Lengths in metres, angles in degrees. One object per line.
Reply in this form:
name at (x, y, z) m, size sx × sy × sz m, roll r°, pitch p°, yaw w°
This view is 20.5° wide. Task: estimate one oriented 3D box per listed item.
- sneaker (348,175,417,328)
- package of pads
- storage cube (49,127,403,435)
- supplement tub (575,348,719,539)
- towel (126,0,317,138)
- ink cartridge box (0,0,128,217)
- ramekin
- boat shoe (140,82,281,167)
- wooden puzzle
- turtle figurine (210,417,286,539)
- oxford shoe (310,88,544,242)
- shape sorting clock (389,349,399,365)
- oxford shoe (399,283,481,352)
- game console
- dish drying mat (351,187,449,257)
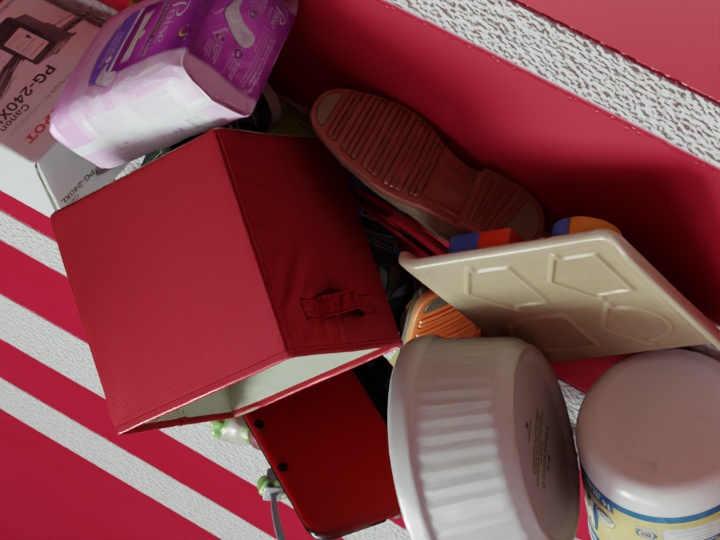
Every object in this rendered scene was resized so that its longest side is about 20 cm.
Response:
sneaker at (0.000, 0.000, 1.672) m, size 0.070 × 0.083 × 0.200 m, roll 25°, pitch 153°, yaw 19°
package of pads at (-0.145, -0.155, 1.511) m, size 0.076 × 0.121 × 0.199 m, roll 38°, pitch 149°, yaw -28°
storage cube at (-0.100, 0.007, 1.526) m, size 0.199 × 0.171 × 0.181 m, roll -25°, pitch 79°, yaw 28°
supplement tub at (0.250, 0.172, 1.592) m, size 0.144 × 0.145 × 0.201 m, roll 22°, pitch 151°, yaw 25°
towel at (-0.112, -0.150, 1.632) m, size 0.199 × 0.018 × 0.086 m, roll 36°, pitch 158°, yaw -3°
ink cartridge box at (-0.281, -0.147, 1.668) m, size 0.199 × 0.145 × 0.084 m, roll 27°, pitch 153°, yaw 29°
ramekin at (0.100, 0.142, 1.524) m, size 0.093 × 0.203 × 0.203 m, roll -13°, pitch 133°, yaw 21°
boat shoe at (-0.141, -0.093, 1.620) m, size 0.072 × 0.068 × 0.200 m, roll 49°, pitch 140°, yaw -2°
wooden puzzle at (0.155, 0.012, 1.488) m, size 0.199 × 0.047 × 0.185 m, roll -4°, pitch 152°, yaw 36°
turtle figurine at (-0.068, 0.144, 1.938) m, size 0.193 × 0.199 × 0.145 m, roll 18°, pitch 116°, yaw 38°
oxford shoe at (0.043, -0.065, 1.528) m, size 0.199 × 0.071 × 0.074 m, roll 35°, pitch 157°, yaw 0°
shape sorting clock at (0.076, 0.163, 1.814) m, size 0.199 × 0.039 × 0.202 m, roll 21°, pitch 117°, yaw 49°
oxford shoe at (0.055, 0.048, 1.670) m, size 0.200 × 0.071 × 0.073 m, roll 89°, pitch 157°, yaw -63°
game console at (0.001, 0.154, 1.666) m, size 0.201 × 0.118 × 0.172 m, roll 57°, pitch -176°, yaw 38°
dish drying mat at (0.077, -0.001, 1.592) m, size 0.199 × 0.018 × 0.077 m, roll 35°, pitch 180°, yaw -31°
